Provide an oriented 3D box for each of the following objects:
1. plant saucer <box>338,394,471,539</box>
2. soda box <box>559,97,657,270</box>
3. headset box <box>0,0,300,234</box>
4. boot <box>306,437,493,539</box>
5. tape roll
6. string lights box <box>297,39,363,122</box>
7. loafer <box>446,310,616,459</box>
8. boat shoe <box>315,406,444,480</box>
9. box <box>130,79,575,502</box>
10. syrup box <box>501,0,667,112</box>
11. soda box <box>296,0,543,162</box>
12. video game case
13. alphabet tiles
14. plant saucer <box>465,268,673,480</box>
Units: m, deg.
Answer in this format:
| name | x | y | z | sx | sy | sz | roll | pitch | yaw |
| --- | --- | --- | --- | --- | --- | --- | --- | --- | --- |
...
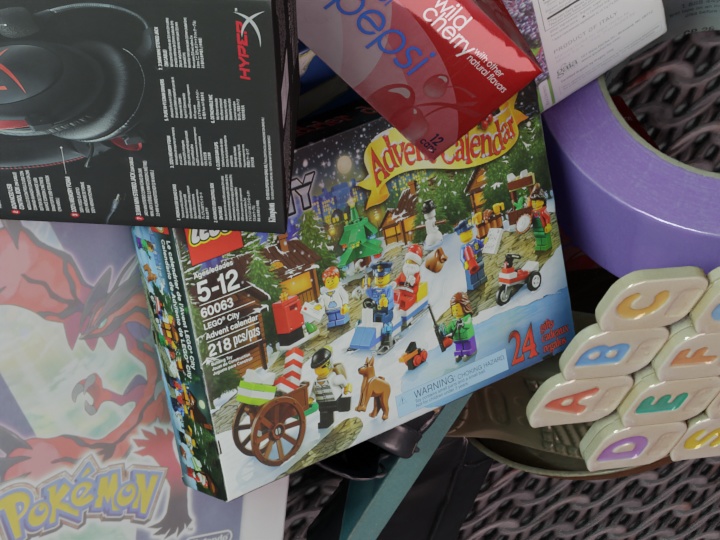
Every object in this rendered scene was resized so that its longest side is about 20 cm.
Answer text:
| name | x | y | z | sx | sy | sz | roll | pitch | yaw |
| --- | --- | --- | --- | --- | --- | --- | --- | --- | --- |
| plant saucer | 0.035 | 0.063 | 1.329 | 0.019 | 0.070 | 0.200 | 22 | 134 | -10 |
| soda box | 0.065 | -0.039 | 1.348 | 0.199 | 0.064 | 0.070 | -7 | 143 | -43 |
| headset box | -0.125 | -0.088 | 1.002 | 0.199 | 0.075 | 0.149 | 2 | 147 | 3 |
| boot | 0.065 | 0.091 | 1.549 | 0.200 | 0.077 | 0.168 | -26 | 155 | -28 |
| tape roll | 0.180 | -0.082 | 1.280 | 0.199 | 0.200 | 0.066 | -27 | 150 | -15 |
| string lights box | -0.056 | -0.074 | 1.186 | 0.199 | 0.059 | 0.103 | -29 | 148 | -11 |
| loafer | 0.066 | 0.045 | 1.390 | 0.068 | 0.199 | 0.076 | -49 | 145 | -41 |
| boat shoe | -0.012 | 0.069 | 1.313 | 0.200 | 0.074 | 0.062 | -19 | -132 | 68 |
| box | 0.000 | 0.000 | 1.163 | 0.199 | 0.038 | 0.137 | -23 | 112 | -32 |
| syrup box | 0.075 | -0.163 | 1.173 | 0.081 | 0.079 | 0.200 | -32 | 151 | -5 |
| soda box | -0.013 | -0.132 | 1.067 | 0.063 | 0.070 | 0.200 | -39 | 131 | 13 |
| video game case | -0.108 | 0.048 | 1.142 | 0.199 | 0.023 | 0.183 | -7 | 110 | -38 |
| alphabet tiles | 0.182 | 0.034 | 1.252 | 0.195 | 0.015 | 0.200 | -3 | 146 | -27 |
| plant saucer | 0.143 | 0.043 | 1.430 | 0.200 | 0.200 | 0.037 | -33 | 129 | -5 |
